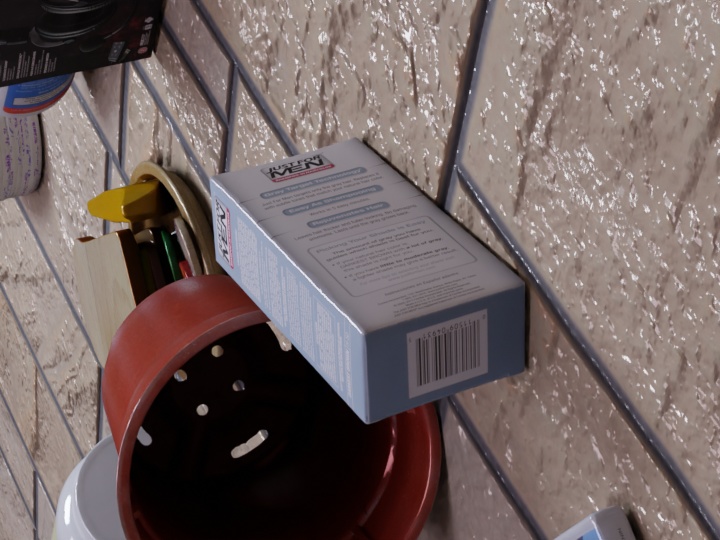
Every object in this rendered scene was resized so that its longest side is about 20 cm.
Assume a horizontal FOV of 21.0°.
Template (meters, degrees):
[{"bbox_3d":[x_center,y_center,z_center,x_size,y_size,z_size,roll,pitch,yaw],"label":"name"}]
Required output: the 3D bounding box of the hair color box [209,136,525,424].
[{"bbox_3d":[0.000,0.000,1.089,0.200,0.099,0.061,45,144,50],"label":"hair color box"}]

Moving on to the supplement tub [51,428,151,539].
[{"bbox_3d":[-0.185,0.227,1.609,0.145,0.144,0.200,64,155,24],"label":"supplement tub"}]

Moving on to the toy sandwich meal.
[{"bbox_3d":[-0.167,0.009,1.521,0.205,0.070,0.206,47,145,48],"label":"toy sandwich meal"}]

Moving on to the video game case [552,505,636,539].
[{"bbox_3d":[0.130,0.237,1.041,0.183,0.023,0.200,68,158,15],"label":"video game case"}]

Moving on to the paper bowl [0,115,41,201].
[{"bbox_3d":[-0.391,-0.162,1.894,0.201,0.104,0.201,45,143,51],"label":"paper bowl"}]

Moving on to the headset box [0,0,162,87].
[{"bbox_3d":[-0.246,-0.206,1.398,0.077,0.199,0.149,64,155,24],"label":"headset box"}]

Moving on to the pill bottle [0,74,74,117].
[{"bbox_3d":[-0.273,-0.217,1.572,0.113,0.112,0.200,67,156,17],"label":"pill bottle"}]

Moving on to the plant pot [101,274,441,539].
[{"bbox_3d":[-0.076,0.096,1.231,0.195,0.200,0.202,-143,43,-67],"label":"plant pot"}]
